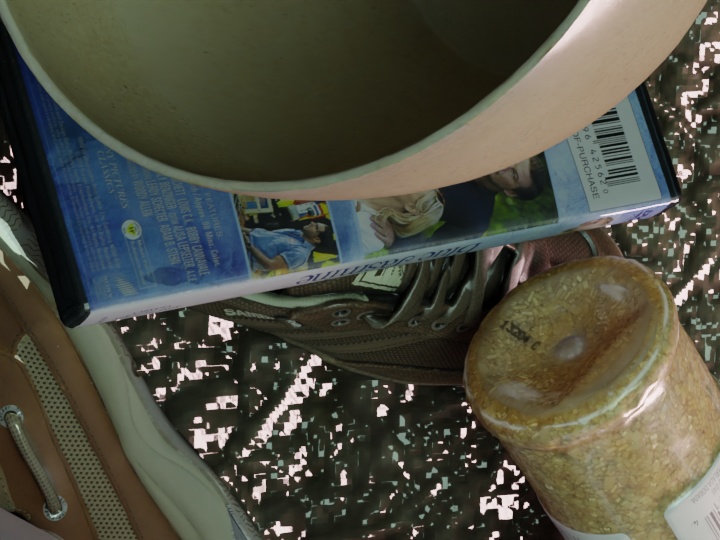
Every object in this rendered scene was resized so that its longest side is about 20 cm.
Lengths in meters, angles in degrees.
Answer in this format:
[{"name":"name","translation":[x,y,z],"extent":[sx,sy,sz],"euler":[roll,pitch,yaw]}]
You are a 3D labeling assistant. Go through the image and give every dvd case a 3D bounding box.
[{"name":"dvd case","translation":[-0.012,-0.069,0.756],"extent":[0.199,0.018,0.143],"euler":[-11,76,-31]}]

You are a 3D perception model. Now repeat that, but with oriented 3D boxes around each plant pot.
[{"name":"plant pot","translation":[0.021,-0.108,0.682],"extent":[0.134,0.200,0.201],"euler":[15,96,-57]}]

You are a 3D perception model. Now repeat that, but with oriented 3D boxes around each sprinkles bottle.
[{"name":"sprinkles bottle","translation":[0.102,0.083,0.831],"extent":[0.068,0.068,0.200],"euler":[-42,129,-9]}]

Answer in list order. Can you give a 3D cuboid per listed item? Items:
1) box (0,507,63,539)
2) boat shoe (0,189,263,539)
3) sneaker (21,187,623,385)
[{"name":"box","translation":[-0.130,0.135,0.633],"extent":[0.177,0.199,0.097],"euler":[-65,154,1]},{"name":"boat shoe","translation":[-0.100,0.037,0.764],"extent":[0.072,0.076,0.200],"euler":[-37,110,-9]},{"name":"sneaker","translation":[0.000,0.000,0.795],"extent":[0.199,0.075,0.071],"euler":[11,97,-23]}]
